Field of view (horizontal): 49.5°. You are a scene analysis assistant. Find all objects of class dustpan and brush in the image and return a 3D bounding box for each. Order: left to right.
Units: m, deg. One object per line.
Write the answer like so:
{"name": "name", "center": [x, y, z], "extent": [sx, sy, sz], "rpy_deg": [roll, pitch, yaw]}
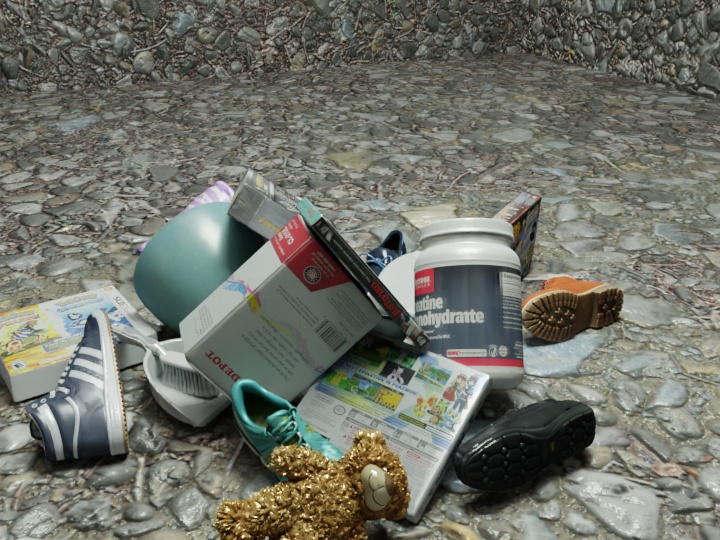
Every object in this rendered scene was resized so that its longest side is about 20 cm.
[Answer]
{"name": "dustpan and brush", "center": [-0.246, 0.117, 1.008], "extent": [0.196, 0.059, 0.139], "rpy_deg": [14, 27, 24]}
{"name": "dustpan and brush", "center": [0.039, 0.054, 1.179], "extent": [0.196, 0.058, 0.141], "rpy_deg": [-14, 53, -28]}

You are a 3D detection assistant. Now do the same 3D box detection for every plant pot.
{"name": "plant pot", "center": [-0.200, 0.025, 1.102], "extent": [0.197, 0.203, 0.135], "rpy_deg": [-18, 52, -36]}

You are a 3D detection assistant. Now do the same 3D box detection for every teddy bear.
{"name": "teddy bear", "center": [-0.039, 0.228, 0.729], "extent": [0.195, 0.067, 0.148], "rpy_deg": [-6, 64, -14]}

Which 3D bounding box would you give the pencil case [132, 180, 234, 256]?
{"name": "pencil case", "center": [-0.281, -0.062, 1.313], "extent": [0.200, 0.084, 0.086], "rpy_deg": [-43, -2, -19]}

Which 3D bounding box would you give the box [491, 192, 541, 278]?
{"name": "box", "center": [0.239, -0.032, 1.275], "extent": [0.039, 0.140, 0.199], "rpy_deg": [16, 28, 25]}

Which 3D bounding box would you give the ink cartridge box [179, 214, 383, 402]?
{"name": "ink cartridge box", "center": [-0.096, 0.060, 0.929], "extent": [0.199, 0.146, 0.083], "rpy_deg": [-41, 30, 2]}

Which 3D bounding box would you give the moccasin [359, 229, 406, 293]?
{"name": "moccasin", "center": [0.029, -0.009, 1.298], "extent": [0.078, 0.070, 0.201], "rpy_deg": [6, 27, 10]}

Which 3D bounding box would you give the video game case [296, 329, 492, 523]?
{"name": "video game case", "center": [0.025, 0.163, 0.891], "extent": [0.197, 0.022, 0.184], "rpy_deg": [18, 59, 33]}

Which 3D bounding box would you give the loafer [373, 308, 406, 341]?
{"name": "loafer", "center": [-0.031, 0.093, 1.068], "extent": [0.195, 0.070, 0.070], "rpy_deg": [-6, 2, -1]}

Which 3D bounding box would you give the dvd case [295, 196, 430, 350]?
{"name": "dvd case", "center": [0.000, 0.000, 0.946], "extent": [0.022, 0.200, 0.146], "rpy_deg": [-42, 18, 0]}

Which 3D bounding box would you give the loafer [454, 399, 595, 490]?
{"name": "loafer", "center": [0.178, 0.191, 0.873], "extent": [0.197, 0.070, 0.070], "rpy_deg": [-12, 13, -32]}

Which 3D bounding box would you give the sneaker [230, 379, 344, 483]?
{"name": "sneaker", "center": [-0.075, 0.188, 0.833], "extent": [0.198, 0.081, 0.077], "rpy_deg": [31, 61, 33]}

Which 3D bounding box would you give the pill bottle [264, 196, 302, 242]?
{"name": "pill bottle", "center": [-0.138, -0.061, 1.301], "extent": [0.117, 0.123, 0.200], "rpy_deg": [-7, 6, -18]}

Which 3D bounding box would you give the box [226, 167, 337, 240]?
{"name": "box", "center": [-0.105, -0.072, 1.092], "extent": [0.157, 0.049, 0.200], "rpy_deg": [31, 8, -13]}

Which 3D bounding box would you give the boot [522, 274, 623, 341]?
{"name": "boot", "center": [0.297, 0.050, 1.191], "extent": [0.197, 0.077, 0.107], "rpy_deg": [-6, 21, -35]}

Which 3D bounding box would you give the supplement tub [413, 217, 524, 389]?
{"name": "supplement tub", "center": [0.136, 0.047, 0.991], "extent": [0.137, 0.205, 0.140], "rpy_deg": [0, -10, 0]}

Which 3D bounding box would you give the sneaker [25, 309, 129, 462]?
{"name": "sneaker", "center": [-0.340, 0.134, 0.926], "extent": [0.106, 0.071, 0.202], "rpy_deg": [-10, 50, -17]}

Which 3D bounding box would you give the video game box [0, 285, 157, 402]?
{"name": "video game box", "center": [-0.407, 0.094, 1.092], "extent": [0.197, 0.048, 0.181], "rpy_deg": [-16, 28, -33]}
